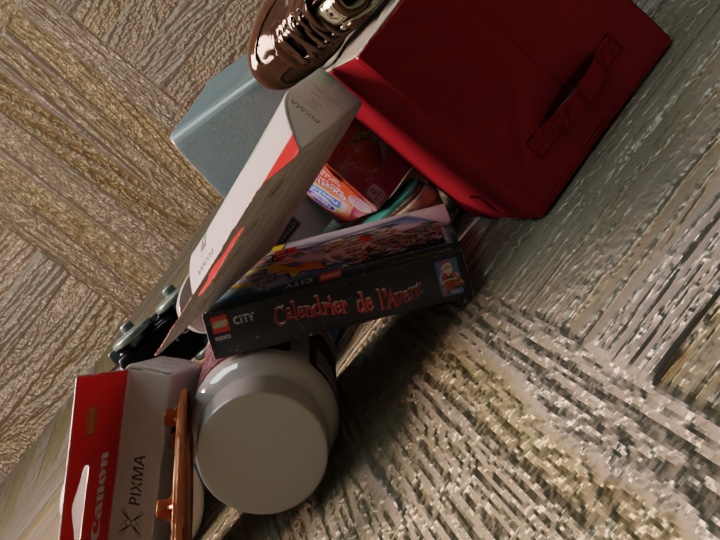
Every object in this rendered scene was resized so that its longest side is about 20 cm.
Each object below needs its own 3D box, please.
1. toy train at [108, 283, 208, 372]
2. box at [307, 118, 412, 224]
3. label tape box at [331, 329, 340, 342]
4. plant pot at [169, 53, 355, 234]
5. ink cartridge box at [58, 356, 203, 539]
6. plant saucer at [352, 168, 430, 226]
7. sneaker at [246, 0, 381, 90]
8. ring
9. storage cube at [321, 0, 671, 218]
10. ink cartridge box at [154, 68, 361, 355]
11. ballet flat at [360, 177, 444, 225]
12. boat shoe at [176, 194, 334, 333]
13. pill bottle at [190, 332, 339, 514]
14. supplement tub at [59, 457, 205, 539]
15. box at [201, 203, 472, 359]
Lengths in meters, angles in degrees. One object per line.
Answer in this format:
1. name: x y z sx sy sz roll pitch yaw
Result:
1. toy train: -0.163 0.047 1.156 0.200 0.085 0.114 -43 5 -6
2. box: 0.022 -0.149 1.047 0.200 0.095 0.100 -53 12 -17
3. label tape box: -0.095 0.085 1.167 0.200 0.066 0.144 -38 18 42
4. plant pot: -0.043 -0.159 1.234 0.200 0.196 0.196 -36 17 22
5. ink cartridge box: -0.179 0.176 0.928 0.176 0.044 0.202 -2 -82 -80
6. plant saucer: 0.023 -0.073 1.243 0.201 0.037 0.201 -48 13 15
7. sneaker: -0.027 -0.202 0.876 0.200 0.070 0.076 -45 15 32
8. ring: -0.136 0.188 0.864 0.200 0.019 0.202 180 90 -85
9. storage cube: 0.092 -0.162 0.913 0.171 0.179 0.200 -53 13 -5
10. ink cartridge box: -0.083 -0.046 0.839 0.161 0.050 0.200 -55 -4 30
11. ballet flat: 0.000 0.000 1.035 0.200 0.067 0.068 -36 16 28
12. boat shoe: -0.093 -0.014 1.069 0.200 0.071 0.064 -45 10 -25
13. pill bottle: -0.074 0.102 0.927 0.114 0.114 0.200 -49 12 11
14. supplement tub: -0.214 0.193 1.142 0.132 0.132 0.200 -51 13 5
15. box: -0.019 0.005 0.921 0.198 0.038 0.137 -14 18 3
